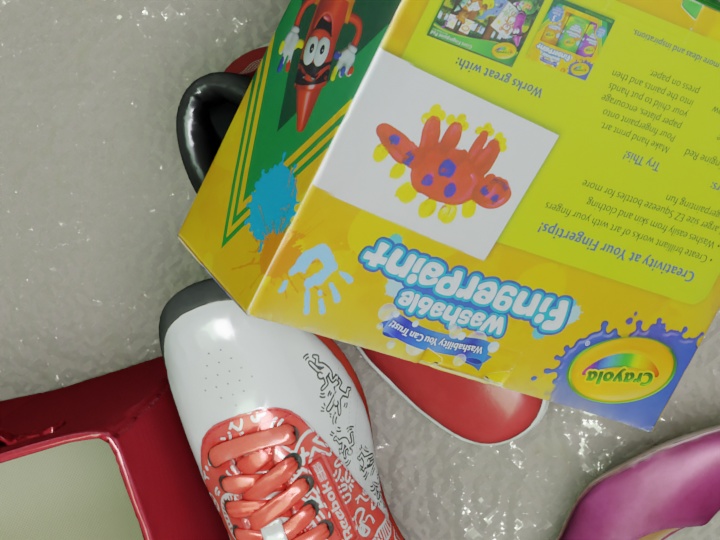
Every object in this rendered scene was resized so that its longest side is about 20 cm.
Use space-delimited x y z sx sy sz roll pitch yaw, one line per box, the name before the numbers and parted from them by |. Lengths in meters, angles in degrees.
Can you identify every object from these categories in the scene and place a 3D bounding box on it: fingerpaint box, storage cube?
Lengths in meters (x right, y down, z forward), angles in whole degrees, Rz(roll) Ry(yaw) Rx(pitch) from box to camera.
fingerpaint box | 0.058 -0.045 0.987 0.200 0.073 0.167 16 107 -34
storage cube | -0.132 0.145 1.100 0.171 0.180 0.200 -15 97 12

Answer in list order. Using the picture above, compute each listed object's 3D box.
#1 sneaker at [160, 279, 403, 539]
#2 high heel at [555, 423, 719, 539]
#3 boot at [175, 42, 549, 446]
sneaker | -0.023 0.106 1.036 0.067 0.108 0.202 -16 124 11
high heel | 0.110 0.141 1.108 0.200 0.067 0.096 -37 71 27
boot | 0.000 0.000 1.069 0.072 0.144 0.200 -37 93 14
